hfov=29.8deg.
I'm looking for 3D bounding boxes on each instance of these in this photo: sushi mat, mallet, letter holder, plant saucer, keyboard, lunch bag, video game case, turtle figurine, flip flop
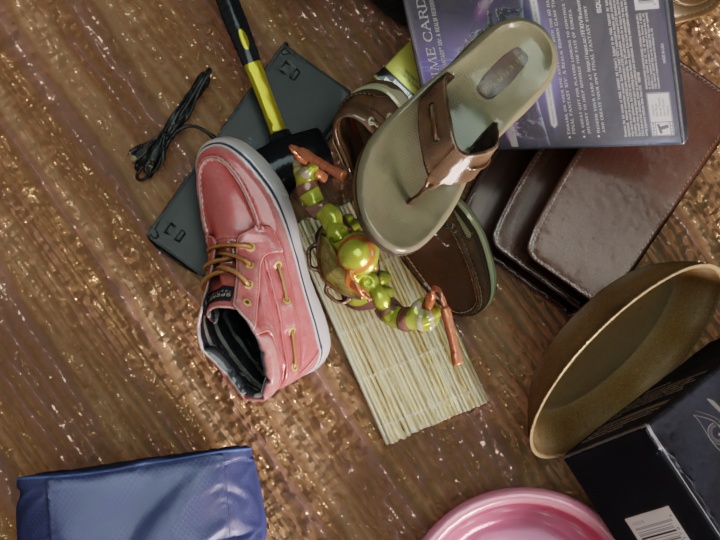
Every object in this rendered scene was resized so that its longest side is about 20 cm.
[{"bbox_3d":[0.024,0.034,1.106,0.095,0.012,0.201,-24,86,-7],"label":"sushi mat"},{"bbox_3d":[-0.075,-0.162,1.090,0.066,0.041,0.201,-14,86,-10],"label":"mallet"},{"bbox_3d":[0.184,-0.083,1.092,0.142,0.101,0.200,36,82,1],"label":"letter holder"},{"bbox_3d":[0.126,0.273,1.070,0.199,0.051,0.202,1,83,-5],"label":"plant saucer"},{"bbox_3d":[-0.108,-0.100,1.106,0.127,0.021,0.200,36,81,-7],"label":"keyboard"},{"bbox_3d":[-0.168,0.208,1.006,0.199,0.136,0.133,-8,84,-6],"label":"lunch bag"},{"bbox_3d":[0.134,-0.157,0.997,0.199,0.019,0.143,1,120,28],"label":"video game case"},{"bbox_3d":[0.196,0.061,1.043,0.200,0.200,0.035,-39,61,-8],"label":"plant saucer"},{"bbox_3d":[0.000,0.000,1.019,0.064,0.161,0.200,-40,88,-4],"label":"turtle figurine"},{"bbox_3d":[0.070,-0.098,0.943,0.081,0.058,0.200,45,80,-12],"label":"flip flop"}]

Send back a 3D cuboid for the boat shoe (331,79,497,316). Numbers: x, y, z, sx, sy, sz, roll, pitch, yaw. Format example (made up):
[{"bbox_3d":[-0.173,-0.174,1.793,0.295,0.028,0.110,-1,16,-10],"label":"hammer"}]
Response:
[{"bbox_3d":[0.035,-0.045,1.053,0.075,0.075,0.203,-26,99,33],"label":"boat shoe"}]

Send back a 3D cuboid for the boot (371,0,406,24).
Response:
[{"bbox_3d":[0.020,-0.320,1.119,0.077,0.139,0.200,-14,124,19],"label":"boot"}]

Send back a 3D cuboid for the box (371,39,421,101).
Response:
[{"bbox_3d":[0.091,-0.204,1.109,0.050,0.075,0.200,44,83,1],"label":"box"}]

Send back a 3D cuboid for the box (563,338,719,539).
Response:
[{"bbox_3d":[0.298,0.165,1.032,0.200,0.117,0.197,-30,86,-32],"label":"box"}]

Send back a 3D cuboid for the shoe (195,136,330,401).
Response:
[{"bbox_3d":[-0.091,-0.001,1.040,0.071,0.091,0.201,-16,99,32],"label":"shoe"}]

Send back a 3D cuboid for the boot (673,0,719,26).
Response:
[{"bbox_3d":[0.197,-0.212,1.088,0.200,0.155,0.074,-49,116,-18],"label":"boot"}]
